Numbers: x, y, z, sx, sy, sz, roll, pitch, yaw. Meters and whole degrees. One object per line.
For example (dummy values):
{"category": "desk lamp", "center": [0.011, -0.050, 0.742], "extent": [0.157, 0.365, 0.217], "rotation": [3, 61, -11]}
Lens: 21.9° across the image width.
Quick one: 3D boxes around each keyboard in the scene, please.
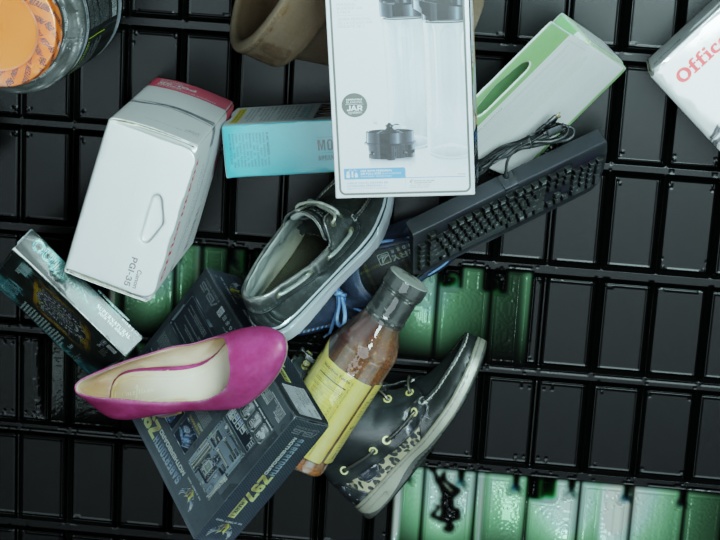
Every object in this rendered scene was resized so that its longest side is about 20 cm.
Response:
{"category": "keyboard", "center": [0.129, -0.070, 1.619], "extent": [0.199, 0.021, 0.127], "rotation": [-27, 145, -14]}

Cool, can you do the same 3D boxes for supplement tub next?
{"category": "supplement tub", "center": [-0.283, -0.221, 1.598], "extent": [0.122, 0.200, 0.123], "rotation": [1, 105, 5]}

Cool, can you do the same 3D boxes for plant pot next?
{"category": "plant pot", "center": [0.008, -0.242, 1.584], "extent": [0.174, 0.200, 0.201], "rotation": [25, 107, -19]}

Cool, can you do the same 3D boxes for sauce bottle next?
{"category": "sauce bottle", "center": [-0.008, 0.089, 1.663], "extent": [0.066, 0.066, 0.201], "rotation": [33, 101, -4]}

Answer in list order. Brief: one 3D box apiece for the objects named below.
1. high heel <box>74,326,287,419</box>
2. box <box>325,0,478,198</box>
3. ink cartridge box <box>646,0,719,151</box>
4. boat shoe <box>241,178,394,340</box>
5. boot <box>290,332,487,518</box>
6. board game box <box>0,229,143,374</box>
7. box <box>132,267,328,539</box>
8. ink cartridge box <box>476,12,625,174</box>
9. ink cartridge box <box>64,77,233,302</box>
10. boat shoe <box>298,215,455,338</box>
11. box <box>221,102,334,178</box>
{"category": "high heel", "center": [-0.156, 0.086, 1.612], "extent": [0.199, 0.096, 0.068], "rotation": [-17, 69, 42]}
{"category": "box", "center": [0.032, -0.161, 1.456], "extent": [0.116, 0.060, 0.201], "rotation": [0, 104, 7]}
{"category": "ink cartridge box", "center": [0.367, -0.154, 1.612], "extent": [0.145, 0.084, 0.200], "rotation": [-42, 98, 14]}
{"category": "boat shoe", "center": [-0.034, -0.029, 1.643], "extent": [0.072, 0.071, 0.201], "rotation": [19, 63, 27]}
{"category": "boot", "center": [0.008, 0.112, 1.727], "extent": [0.153, 0.073, 0.204], "rotation": [35, 104, -1]}
{"category": "board game box", "center": [-0.268, 0.032, 1.674], "extent": [0.135, 0.200, 0.028], "rotation": [45, 73, -7]}
{"category": "box", "center": [-0.130, 0.122, 1.685], "extent": [0.051, 0.200, 0.158], "rotation": [19, 118, -45]}
{"category": "ink cartridge box", "center": [0.134, -0.154, 1.579], "extent": [0.146, 0.200, 0.048], "rotation": [-44, 66, 15]}
{"category": "ink cartridge box", "center": [-0.181, -0.076, 1.627], "extent": [0.082, 0.200, 0.147], "rotation": [19, 106, 0]}
{"category": "boat shoe", "center": [0.000, 0.000, 1.698], "extent": [0.199, 0.069, 0.084], "rotation": [-33, 100, 13]}
{"category": "box", "center": [-0.019, -0.120, 1.661], "extent": [0.199, 0.082, 0.049], "rotation": [-3, 106, 7]}
